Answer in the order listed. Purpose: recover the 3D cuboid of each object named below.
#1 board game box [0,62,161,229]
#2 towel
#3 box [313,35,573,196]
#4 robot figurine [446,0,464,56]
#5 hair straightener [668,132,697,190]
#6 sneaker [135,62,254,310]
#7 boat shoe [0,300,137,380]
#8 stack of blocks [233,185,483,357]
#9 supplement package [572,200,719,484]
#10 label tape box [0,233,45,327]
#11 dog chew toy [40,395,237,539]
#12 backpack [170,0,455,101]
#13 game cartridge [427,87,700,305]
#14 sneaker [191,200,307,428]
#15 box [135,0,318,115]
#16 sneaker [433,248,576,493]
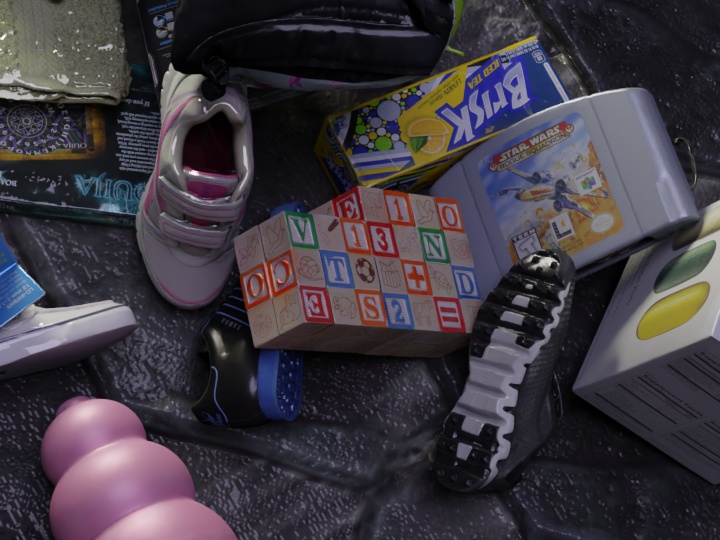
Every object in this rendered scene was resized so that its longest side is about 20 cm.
[{"bbox_3d":[-0.234,-0.105,1.619,0.200,0.028,0.135,8,68,-11],"label":"board game box"},{"bbox_3d":[-0.257,-0.212,1.629,0.148,0.037,0.200,1,56,-16],"label":"towel"},{"bbox_3d":[0.068,-0.117,1.674,0.200,0.064,0.070,-23,75,-20],"label":"box"},{"bbox_3d":[0.008,-0.247,1.682,0.175,0.116,0.200,-21,76,-24],"label":"robot figurine"},{"bbox_3d":[0.211,-0.048,1.701,0.200,0.041,0.077,-39,87,-28],"label":"hair straightener"},{"bbox_3d":[-0.124,-0.059,1.548,0.081,0.088,0.200,1,111,-10],"label":"sneaker"},{"bbox_3d":[-0.268,0.045,1.534,0.200,0.072,0.066,-16,78,-10],"label":"boat shoe"},{"bbox_3d":[0.000,0.000,1.564,0.200,0.059,0.115,5,66,-45],"label":"stack of blocks"},{"bbox_3d":[0.294,0.048,1.573,0.151,0.200,0.152,33,65,-13],"label":"supplement package"},{"bbox_3d":[-0.346,-0.018,1.500,0.143,0.066,0.200,-37,60,-16],"label":"label tape box"},{"bbox_3d":[-0.165,0.179,1.479,0.124,0.125,0.200,-22,68,-20],"label":"dog chew toy"},{"bbox_3d":[-0.029,-0.205,1.490,0.200,0.127,0.167,8,106,-3],"label":"backpack"},{"bbox_3d":[0.153,-0.057,1.621,0.200,0.042,0.133,-27,74,20],"label":"game cartridge"},{"bbox_3d":[-0.082,0.032,1.580,0.078,0.070,0.200,-8,49,19],"label":"sneaker"},{"bbox_3d":[-0.073,-0.211,1.608,0.200,0.046,0.159,-17,75,9],"label":"box"},{"bbox_3d":[0.123,0.082,1.588,0.066,0.090,0.200,18,84,36],"label":"sneaker"}]
